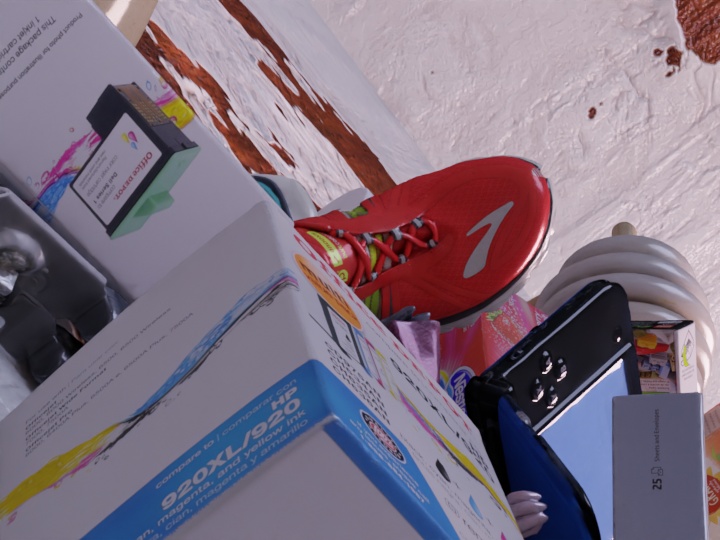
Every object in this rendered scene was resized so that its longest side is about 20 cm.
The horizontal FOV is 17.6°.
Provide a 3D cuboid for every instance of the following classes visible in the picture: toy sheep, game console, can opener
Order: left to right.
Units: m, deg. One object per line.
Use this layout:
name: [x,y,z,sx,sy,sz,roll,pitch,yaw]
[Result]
can opener: [-0.122,0.022,1.009,0.200,0.053,0.067,47,10,-43]
toy sheep: [0.171,0.044,1.551,0.138,0.137,0.201,45,33,-40]
game console: [0.127,0.134,1.131,0.118,0.170,0.201,15,-51,39]

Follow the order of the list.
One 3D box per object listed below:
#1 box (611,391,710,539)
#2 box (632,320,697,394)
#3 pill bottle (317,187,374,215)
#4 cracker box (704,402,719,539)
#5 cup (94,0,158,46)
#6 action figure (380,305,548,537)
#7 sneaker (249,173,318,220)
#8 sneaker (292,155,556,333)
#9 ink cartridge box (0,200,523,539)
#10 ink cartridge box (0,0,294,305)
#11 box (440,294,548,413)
box: [0.131,0.169,0.979,0.200,0.041,0.157,73,17,-55]
box: [0.116,0.087,1.476,0.035,0.199,0.111,-16,103,-61]
pill bottle: [0.034,0.046,1.590,0.200,0.112,0.112,50,8,-13]
cracker box: [0.198,0.200,1.523,0.134,0.200,0.058,52,8,-8]
cup: [-0.179,-0.176,1.235,0.201,0.143,0.200,50,9,-10]
action figure: [0.005,0.116,1.056,0.134,0.148,0.201,89,-7,-52]
sneaker: [-0.049,0.029,1.414,0.079,0.078,0.201,-3,55,-45]
sneaker: [0.000,0.000,1.110,0.085,0.199,0.077,35,34,-77]
ink cartridge box: [-0.033,0.099,0.840,0.147,0.144,0.200,48,8,-22]
ink cartridge box: [-0.141,-0.070,1.063,0.200,0.084,0.145,48,-10,-27]
box: [0.075,0.111,1.363,0.095,0.100,0.201,34,31,-25]
